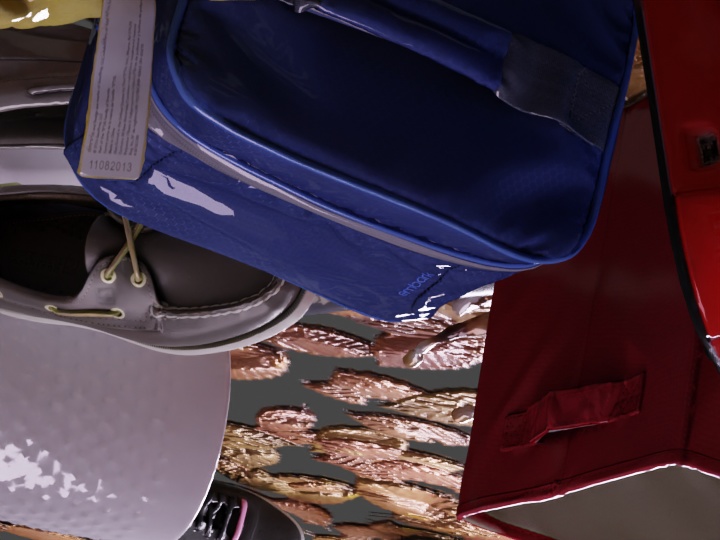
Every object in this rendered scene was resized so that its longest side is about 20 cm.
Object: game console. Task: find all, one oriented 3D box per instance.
[{"bbox_3d":[0.115,-0.051,0.754,0.031,0.200,0.177,-9,155,11],"label":"game console"}]

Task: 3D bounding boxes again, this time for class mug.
[{"bbox_3d":[-0.193,0.074,1.305,0.175,0.148,0.200,12,167,-24],"label":"mug"}]

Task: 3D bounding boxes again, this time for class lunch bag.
[{"bbox_3d":[-0.006,-0.077,0.832,0.200,0.136,0.132,21,157,-23],"label":"lunch bag"}]

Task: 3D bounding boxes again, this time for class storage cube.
[{"bbox_3d":[0.169,0.036,0.982,0.200,0.180,0.171,19,159,-24],"label":"storage cube"}]

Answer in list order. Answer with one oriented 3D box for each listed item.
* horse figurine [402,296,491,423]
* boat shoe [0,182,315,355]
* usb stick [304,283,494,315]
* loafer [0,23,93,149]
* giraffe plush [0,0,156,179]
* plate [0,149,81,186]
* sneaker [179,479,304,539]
[{"bbox_3d":[0.118,0.057,1.240,0.200,0.050,0.133,27,139,-18],"label":"horse figurine"},{"bbox_3d":[-0.118,-0.004,1.092,0.202,0.072,0.060,4,164,27],"label":"boat shoe"},{"bbox_3d":[0.000,0.000,1.131,0.200,0.033,0.055,-6,158,7],"label":"usb stick"},{"bbox_3d":[-0.102,-0.068,1.003,0.200,0.070,0.070,8,160,8],"label":"loafer"},{"bbox_3d":[-0.080,-0.143,0.700,0.173,0.200,0.162,20,-172,-32],"label":"giraffe plush"},{"bbox_3d":[-0.136,-0.041,1.154,0.200,0.032,0.200,6,159,11],"label":"plate"},{"bbox_3d":[-0.128,0.174,1.673,0.200,0.071,0.099,20,164,-12],"label":"sneaker"}]
